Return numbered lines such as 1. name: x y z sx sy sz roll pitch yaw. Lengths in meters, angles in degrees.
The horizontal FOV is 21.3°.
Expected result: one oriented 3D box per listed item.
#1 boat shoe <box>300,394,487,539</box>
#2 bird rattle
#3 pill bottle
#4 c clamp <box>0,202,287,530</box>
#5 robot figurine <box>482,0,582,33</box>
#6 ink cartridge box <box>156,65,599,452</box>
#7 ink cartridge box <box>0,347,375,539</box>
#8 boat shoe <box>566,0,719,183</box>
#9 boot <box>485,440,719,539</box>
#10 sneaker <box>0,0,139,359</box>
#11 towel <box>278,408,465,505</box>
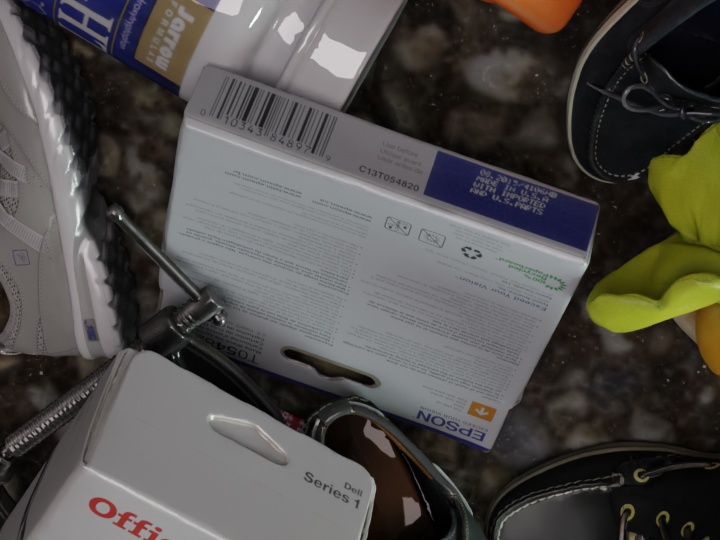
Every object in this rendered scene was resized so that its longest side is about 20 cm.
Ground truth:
1. boat shoe: 0.035 0.152 0.963 0.072 0.068 0.201 -33 86 -14
2. bird rattle: 0.207 0.024 0.905 0.199 0.163 0.113 31 81 -1
3. pill bottle: -0.081 -0.149 0.913 0.199 0.120 0.120 30 104 -1
4. c clamp: -0.128 0.080 0.983 0.200 0.027 0.171 -41 110 19
5. robot figurine: 0.106 -0.213 0.877 0.116 0.144 0.201 30 97 -13
6. ink cartridge box: 0.000 0.000 0.941 0.198 0.041 0.200 20 148 0
7. ink cartridge box: -0.103 0.153 0.941 0.145 0.085 0.200 28 129 -11
8. boat shoe: 0.152 -0.097 0.885 0.074 0.063 0.200 10 144 -19
9. boot: 0.158 0.139 0.935 0.202 0.154 0.074 -5 102 8
10. sneaker: -0.174 -0.044 0.970 0.081 0.075 0.202 -10 102 7
11. towel: -0.061 0.141 1.028 0.199 0.022 0.145 24 104 0
